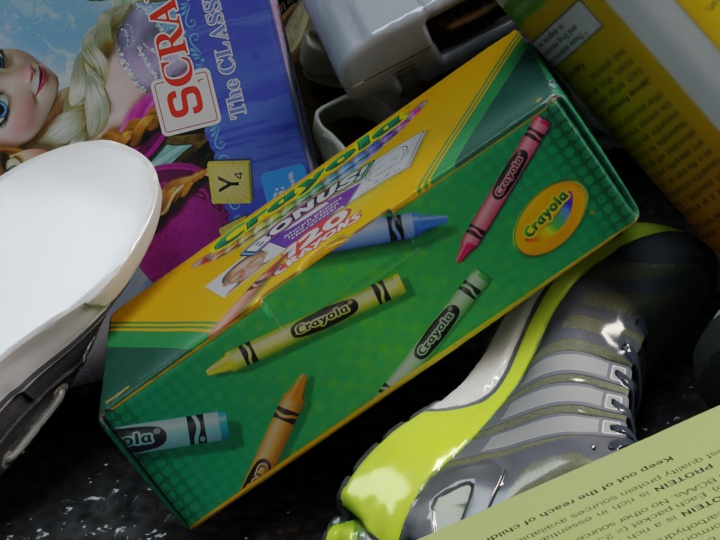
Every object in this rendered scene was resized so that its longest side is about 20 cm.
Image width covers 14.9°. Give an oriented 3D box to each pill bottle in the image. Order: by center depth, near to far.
[{"bbox_3d":[0.149,-0.067,0.988,0.111,0.200,0.111,-41,1,1],"label":"pill bottle"}]

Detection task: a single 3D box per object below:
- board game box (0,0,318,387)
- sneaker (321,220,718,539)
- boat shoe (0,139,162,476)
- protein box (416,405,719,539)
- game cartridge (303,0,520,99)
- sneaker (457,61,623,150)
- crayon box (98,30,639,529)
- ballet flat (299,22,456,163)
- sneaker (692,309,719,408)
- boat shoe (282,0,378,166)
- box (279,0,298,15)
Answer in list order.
[{"bbox_3d":[-0.121,-0.053,1.106,0.198,0.201,0.041,-15,0,5],"label":"board game box"},{"bbox_3d":[0.075,0.060,0.970,0.081,0.074,0.200,22,54,32],"label":"sneaker"},{"bbox_3d":[-0.143,0.039,1.056,0.072,0.068,0.200,28,70,23],"label":"boat shoe"},{"bbox_3d":[0.079,0.157,0.721,0.198,0.135,0.200,-23,22,-10],"label":"protein box"},{"bbox_3d":[0.065,-0.155,1.109,0.199,0.042,0.133,-28,45,2],"label":"game cartridge"},{"bbox_3d":[0.099,-0.076,1.165,0.080,0.071,0.200,-41,34,-7],"label":"sneaker"},{"bbox_3d":[0.000,0.000,1.012,0.200,0.058,0.119,-35,15,7],"label":"crayon box"},{"bbox_3d":[0.014,-0.072,1.144,0.072,0.068,0.201,-4,55,-9],"label":"ballet flat"},{"bbox_3d":[0.179,0.058,0.909,0.199,0.075,0.085,16,52,46],"label":"sneaker"},{"bbox_3d":[-0.024,-0.067,1.206,0.072,0.072,0.201,-44,25,45],"label":"boat shoe"},{"bbox_3d":[-0.095,-0.137,1.361,0.142,0.036,0.200,11,43,35],"label":"box"}]
